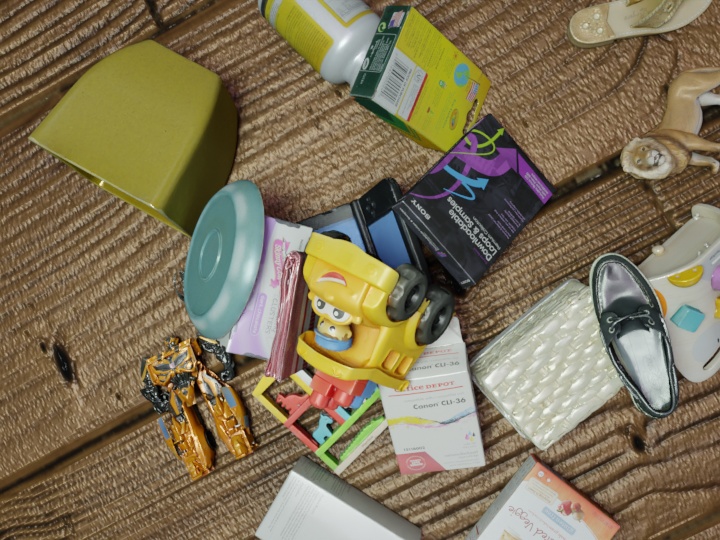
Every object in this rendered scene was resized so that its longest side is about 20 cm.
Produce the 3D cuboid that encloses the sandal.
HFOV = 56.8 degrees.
[{"bbox_3d":[0.390,-0.361,0.897,0.211,0.070,0.078,-18,86,5],"label":"sandal"}]

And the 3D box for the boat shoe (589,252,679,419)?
[{"bbox_3d":[0.315,0.076,0.763,0.074,0.066,0.200,-13,88,18],"label":"boat shoe"}]

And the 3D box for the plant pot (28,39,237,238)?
[{"bbox_3d":[-0.273,-0.185,0.905,0.194,0.196,0.200,29,82,6],"label":"plant pot"}]

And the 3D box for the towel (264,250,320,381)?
[{"bbox_3d":[-0.063,0.048,0.814,0.023,0.200,0.144,11,93,13],"label":"towel"}]

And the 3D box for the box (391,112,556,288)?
[{"bbox_3d":[0.153,-0.094,0.874,0.143,0.036,0.200,47,66,-7],"label":"box"}]

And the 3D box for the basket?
[{"bbox_3d":[0.255,0.119,0.866,0.200,0.123,0.136,-41,86,2],"label":"basket"}]

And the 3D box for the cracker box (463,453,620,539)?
[{"bbox_3d":[0.227,0.370,0.893,0.134,0.058,0.200,37,92,6],"label":"cracker box"}]

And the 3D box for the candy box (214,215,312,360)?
[{"bbox_3d":[-0.141,0.015,0.868,0.071,0.200,0.168,14,88,-22],"label":"candy box"}]

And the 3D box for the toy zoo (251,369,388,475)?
[{"bbox_3d":[-0.057,0.171,0.930,0.200,0.020,0.131,44,93,-4],"label":"toy zoo"}]

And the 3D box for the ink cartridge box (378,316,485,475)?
[{"bbox_3d":[0.089,0.165,0.862,0.116,0.068,0.200,-10,117,10],"label":"ink cartridge box"}]

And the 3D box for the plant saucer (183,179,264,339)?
[{"bbox_3d":[-0.174,-0.017,0.811,0.027,0.200,0.201,14,89,-33],"label":"plant saucer"}]

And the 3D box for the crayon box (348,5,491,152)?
[{"bbox_3d":[0.086,-0.244,0.892,0.051,0.200,0.127,22,89,45],"label":"crayon box"}]

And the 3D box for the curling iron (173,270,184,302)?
[{"bbox_3d":[-0.212,-0.024,0.915,0.200,0.026,0.050,-49,66,38],"label":"curling iron"}]

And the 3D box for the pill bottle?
[{"bbox_3d":[-0.038,-0.332,0.918,0.112,0.112,0.200,-44,85,3],"label":"pill bottle"}]

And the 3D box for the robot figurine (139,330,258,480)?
[{"bbox_3d":[-0.233,0.184,0.945,0.145,0.058,0.200,-27,86,3],"label":"robot figurine"}]

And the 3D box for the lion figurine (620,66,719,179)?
[{"bbox_3d":[0.435,-0.204,0.896,0.122,0.072,0.200,19,76,19],"label":"lion figurine"}]

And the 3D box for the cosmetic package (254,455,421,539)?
[{"bbox_3d":[-0.027,0.356,0.905,0.200,0.085,0.108,31,92,5],"label":"cosmetic package"}]

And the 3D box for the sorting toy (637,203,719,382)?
[{"bbox_3d":[0.438,0.042,0.851,0.200,0.107,0.180,-36,111,-20],"label":"sorting toy"}]

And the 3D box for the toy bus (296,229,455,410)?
[{"bbox_3d":[-0.006,0.071,0.752,0.136,0.200,0.192,28,86,31],"label":"toy bus"}]

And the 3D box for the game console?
[{"bbox_3d":[0.000,0.000,0.904,0.116,0.176,0.200,-18,86,-24],"label":"game console"}]
